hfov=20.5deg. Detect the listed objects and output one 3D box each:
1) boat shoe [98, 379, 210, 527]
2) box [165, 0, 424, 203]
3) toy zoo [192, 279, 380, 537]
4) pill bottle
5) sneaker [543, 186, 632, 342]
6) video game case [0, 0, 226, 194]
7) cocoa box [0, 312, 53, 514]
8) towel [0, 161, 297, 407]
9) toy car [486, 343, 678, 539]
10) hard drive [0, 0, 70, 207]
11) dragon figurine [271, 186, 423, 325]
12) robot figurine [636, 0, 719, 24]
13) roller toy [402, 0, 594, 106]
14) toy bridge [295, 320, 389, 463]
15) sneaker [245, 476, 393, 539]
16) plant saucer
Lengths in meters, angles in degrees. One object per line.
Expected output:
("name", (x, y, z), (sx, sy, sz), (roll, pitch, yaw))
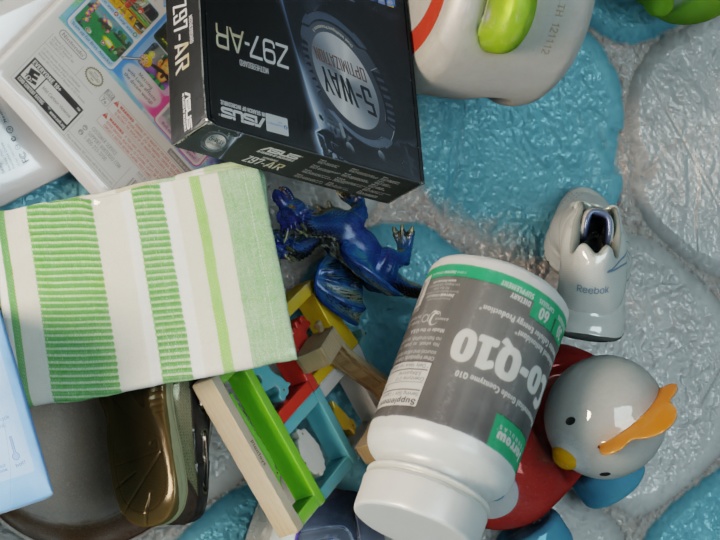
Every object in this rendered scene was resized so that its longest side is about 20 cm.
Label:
("boat shoe", (-0.147, 0.086, 1.426), (0.065, 0.073, 0.201), (23, 59, -60))
("box", (-0.048, -0.147, 1.434), (0.199, 0.043, 0.161), (14, 62, -38))
("toy zoo", (-0.041, 0.093, 1.491), (0.132, 0.020, 0.200), (61, 34, -12))
("pill bottle", (0.072, 0.099, 1.458), (0.113, 0.113, 0.201), (30, 67, -23))
("sneaker", (0.188, -0.022, 1.588), (0.074, 0.200, 0.088), (5, 118, -1))
("video game case", (-0.150, -0.130, 1.468), (0.200, 0.024, 0.182), (49, 61, -18))
("cocoa box", (-0.319, 0.113, 1.305), (0.199, 0.131, 0.134), (-17, 93, -17))
("towel", (-0.154, 0.010, 1.397), (0.199, 0.023, 0.153), (-11, 72, 0))
("toy car", (0.163, 0.126, 1.544), (0.177, 0.200, 0.185), (-40, 103, -25))
("hard drive", (-0.235, -0.135, 1.453), (0.199, 0.025, 0.133), (-30, 100, -27))
("dragon figurine", (0.000, 0.000, 1.525), (0.200, 0.059, 0.100), (43, 38, -18))
("robot figurine", (0.252, -0.289, 1.678), (0.200, 0.116, 0.176), (39, 39, -19))
("roller toy", (0.094, -0.225, 1.551), (0.139, 0.182, 0.201), (6, 60, -28))
("toy bridge", (0.019, 0.120, 1.518), (0.201, 0.027, 0.067), (58, 32, -16))
("sneaker", (-0.026, 0.264, 1.497), (0.146, 0.080, 0.201), (24, 69, -20))
("plant saucer", (-0.203, 0.103, 1.445), (0.199, 0.032, 0.202), (3, 83, -28))
